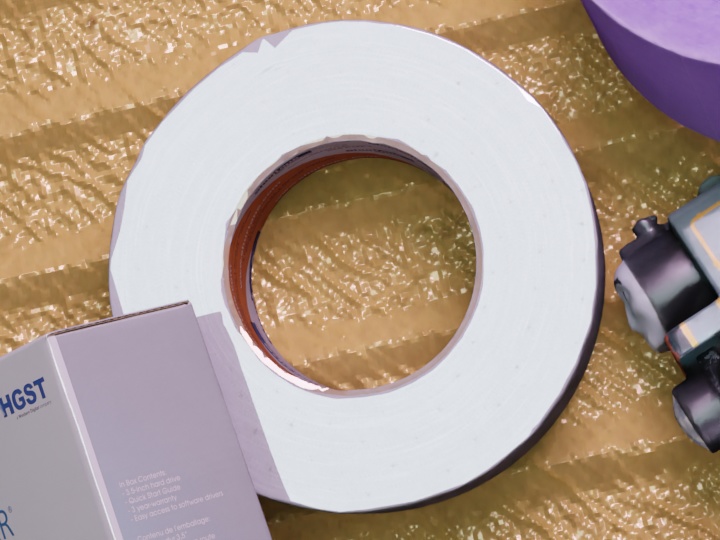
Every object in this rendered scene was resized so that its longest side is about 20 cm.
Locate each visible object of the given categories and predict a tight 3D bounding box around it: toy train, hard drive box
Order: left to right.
[{"bbox_3d":[-0.106,0.132,1.177,0.156,0.077,0.200,-27,80,46],"label":"hard drive box"},{"bbox_3d":[0.199,-0.012,1.194,0.200,0.085,0.114,-34,71,5],"label":"toy train"}]

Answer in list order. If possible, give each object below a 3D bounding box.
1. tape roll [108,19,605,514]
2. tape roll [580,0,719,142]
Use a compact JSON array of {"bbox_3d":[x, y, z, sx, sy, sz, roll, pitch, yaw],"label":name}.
[{"bbox_3d":[0.000,0.000,1.220,0.200,0.066,0.201,0,85,6],"label":"tape roll"},{"bbox_3d":[0.175,-0.152,1.170,0.200,0.085,0.200,-6,67,15],"label":"tape roll"}]
